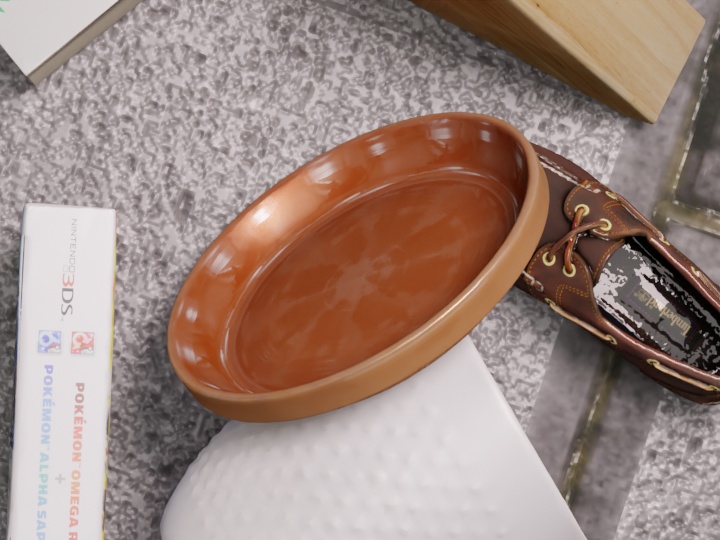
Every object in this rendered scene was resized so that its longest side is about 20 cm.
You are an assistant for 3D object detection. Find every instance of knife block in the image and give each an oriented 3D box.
[{"bbox_3d":[0.084,-0.150,1.016,0.199,0.176,0.064,28,87,-4],"label":"knife block"}]

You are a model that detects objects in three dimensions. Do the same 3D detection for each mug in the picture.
[{"bbox_3d":[0.012,0.136,1.022,0.175,0.148,0.201,-30,101,2],"label":"mug"}]

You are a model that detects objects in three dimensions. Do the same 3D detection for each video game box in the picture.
[{"bbox_3d":[-0.140,0.065,0.980,0.047,0.200,0.183,0,89,-9],"label":"video game box"}]

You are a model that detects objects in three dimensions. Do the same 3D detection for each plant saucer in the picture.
[{"bbox_3d":[0.000,0.000,1.004,0.200,0.200,0.032,-35,119,-5],"label":"plant saucer"}]

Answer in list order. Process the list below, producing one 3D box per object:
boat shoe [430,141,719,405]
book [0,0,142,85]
[{"bbox_3d":[0.121,-0.006,1.069,0.200,0.070,0.071,34,87,-2],"label":"boat shoe"},{"bbox_3d":[-0.130,-0.209,1.068,0.200,0.048,0.134,-40,88,-3],"label":"book"}]
